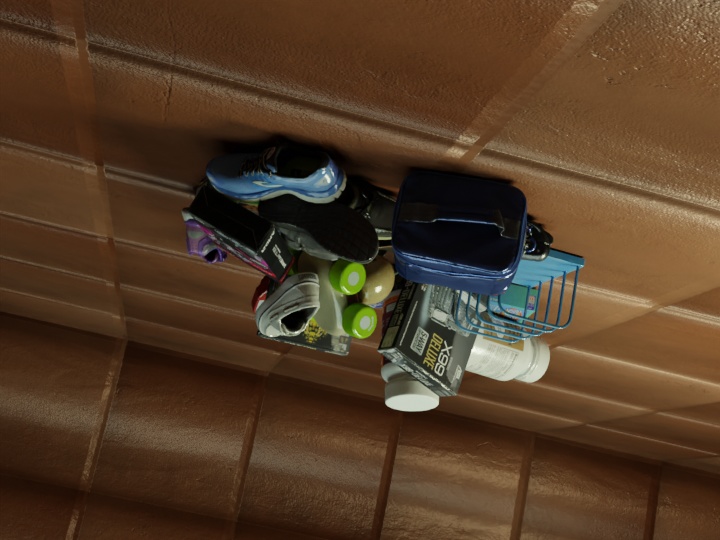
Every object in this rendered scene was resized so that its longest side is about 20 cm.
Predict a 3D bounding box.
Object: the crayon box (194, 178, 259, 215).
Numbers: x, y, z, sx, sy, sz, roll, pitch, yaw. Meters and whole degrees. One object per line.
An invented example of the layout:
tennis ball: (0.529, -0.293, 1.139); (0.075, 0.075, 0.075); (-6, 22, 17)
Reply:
crayon box: (-0.151, -0.103, 1.652); (0.172, 0.059, 0.200); (17, 165, -21)

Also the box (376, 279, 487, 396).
box: (0.128, 0.091, 1.824); (0.158, 0.201, 0.050); (38, 149, -27)

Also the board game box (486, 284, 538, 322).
board game box: (0.217, 0.051, 1.991); (0.199, 0.045, 0.152); (13, 165, -2)

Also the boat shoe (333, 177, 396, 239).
boat shoe: (-0.013, -0.095, 1.546); (0.199, 0.074, 0.065); (14, 171, -11)

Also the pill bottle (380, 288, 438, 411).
pill bottle: (0.094, 0.143, 1.914); (0.113, 0.201, 0.114); (2, 155, 1)

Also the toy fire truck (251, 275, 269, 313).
toy fire truck: (-0.095, 0.030, 1.960); (0.199, 0.113, 0.168); (-2, 143, -23)

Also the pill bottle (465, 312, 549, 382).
pill bottle: (0.254, 0.144, 1.996); (0.199, 0.115, 0.114); (19, 164, -31)

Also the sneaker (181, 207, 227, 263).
sneaker: (-0.241, -0.055, 1.812); (0.080, 0.089, 0.200); (3, 178, 22)

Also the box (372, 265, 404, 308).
box: (0.012, 0.034, 2.052); (0.070, 0.065, 0.200); (21, 162, -35)

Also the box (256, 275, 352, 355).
box: (-0.080, 0.034, 1.839); (0.160, 0.201, 0.049); (15, 171, -9)

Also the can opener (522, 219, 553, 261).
can opener: (0.185, -0.051, 1.577); (0.199, 0.064, 0.079); (9, 166, 9)

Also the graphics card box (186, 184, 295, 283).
graphics card box: (-0.172, -0.050, 1.578); (0.125, 0.051, 0.200); (30, 170, 11)

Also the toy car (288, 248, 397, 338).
toy car: (0.000, 0.000, 1.752); (0.200, 0.159, 0.164); (-31, -150, -32)

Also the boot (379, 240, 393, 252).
boot: (0.027, -0.050, 1.687); (0.199, 0.075, 0.097); (3, 161, 23)

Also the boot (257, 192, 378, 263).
boot: (-0.044, -0.049, 1.525); (0.199, 0.070, 0.132); (28, 168, 26)

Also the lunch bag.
lunch bag: (0.142, -0.051, 1.462); (0.199, 0.137, 0.132); (8, 166, 9)

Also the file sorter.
file sorter: (0.256, 0.039, 1.755); (0.138, 0.123, 0.200); (14, 165, -13)

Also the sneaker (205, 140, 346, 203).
sneaker: (-0.122, -0.145, 1.466); (0.199, 0.079, 0.089); (1, 153, 16)

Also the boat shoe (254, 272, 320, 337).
boat shoe: (-0.113, 0.072, 1.704); (0.072, 0.066, 0.200); (1, 154, -30)
